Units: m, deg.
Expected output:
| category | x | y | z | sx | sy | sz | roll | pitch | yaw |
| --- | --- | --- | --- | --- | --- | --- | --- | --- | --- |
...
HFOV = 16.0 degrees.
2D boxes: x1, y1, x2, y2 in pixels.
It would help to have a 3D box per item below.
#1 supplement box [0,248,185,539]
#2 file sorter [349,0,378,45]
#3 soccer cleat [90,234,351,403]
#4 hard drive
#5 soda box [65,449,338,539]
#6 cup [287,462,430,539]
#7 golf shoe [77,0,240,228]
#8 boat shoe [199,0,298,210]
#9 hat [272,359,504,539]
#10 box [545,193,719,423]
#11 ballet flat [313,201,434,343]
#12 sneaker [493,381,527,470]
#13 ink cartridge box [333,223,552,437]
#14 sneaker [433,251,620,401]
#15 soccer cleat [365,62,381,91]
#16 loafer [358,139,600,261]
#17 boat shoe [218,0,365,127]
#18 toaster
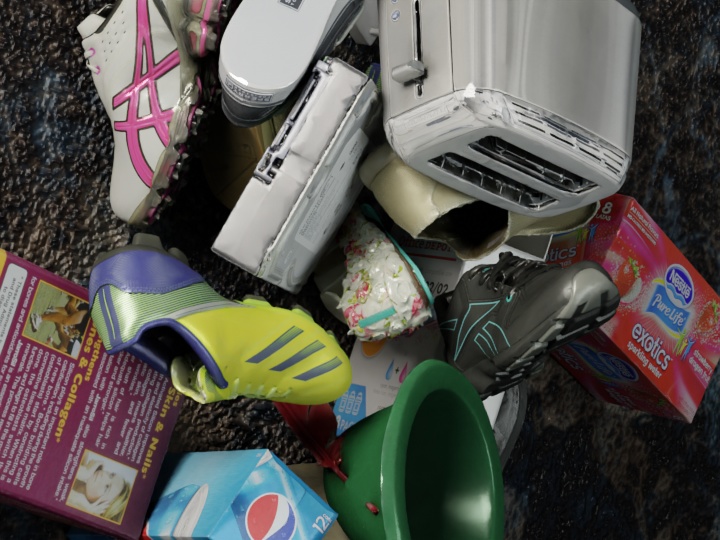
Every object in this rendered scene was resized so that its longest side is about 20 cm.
| category | x | y | z | sx | sy | sz | roll | pitch | yaw |
| --- | --- | --- | --- | --- | --- | --- | --- | --- | --- |
| supplement box | -0.205 | 0.067 | 1.503 | 0.200 | 0.103 | 0.131 | 30 | 74 | -49 |
| file sorter | 0.062 | -0.263 | 1.709 | 0.200 | 0.124 | 0.139 | -58 | 137 | -22 |
| soccer cleat | -0.081 | 0.050 | 1.495 | 0.200 | 0.065 | 0.084 | 29 | 44 | -42 |
| hard drive | -0.031 | -0.056 | 1.610 | 0.140 | 0.038 | 0.200 | -60 | 172 | -1 |
| soda box | -0.100 | 0.156 | 1.572 | 0.064 | 0.200 | 0.068 | 44 | 65 | -19 |
| cup | -0.023 | 0.208 | 1.717 | 0.143 | 0.200 | 0.201 | 30 | 76 | -24 |
| golf shoe | -0.130 | -0.123 | 1.573 | 0.073 | 0.092 | 0.200 | -59 | 166 | -65 |
| boat shoe | -0.070 | -0.134 | 1.634 | 0.063 | 0.073 | 0.201 | -41 | 132 | -44 |
| hat | -0.018 | 0.141 | 1.640 | 0.166 | 0.176 | 0.200 | 57 | 36 | -41 |
| box | 0.195 | 0.025 | 1.968 | 0.200 | 0.095 | 0.100 | 44 | 66 | -46 |
| ballet flat | 0.000 | 0.000 | 1.703 | 0.064 | 0.200 | 0.076 | -30 | 102 | 0 |
| sneaker | 0.058 | 0.144 | 1.868 | 0.104 | 0.060 | 0.200 | 8 | 98 | -55 |
| ink cartridge box | 0.057 | 0.034 | 1.785 | 0.068 | 0.115 | 0.200 | 21 | 83 | -29 |
| sneaker | 0.095 | 0.026 | 1.632 | 0.075 | 0.200 | 0.079 | -22 | 81 | -27 |
| soccer cleat | 0.071 | -0.113 | 1.809 | 0.200 | 0.065 | 0.084 | -5 | 102 | -49 |
| loafer | 0.083 | -0.041 | 1.675 | 0.200 | 0.076 | 0.068 | 4 | 57 | -41 |
| boat shoe | -0.027 | -0.171 | 1.563 | 0.068 | 0.072 | 0.200 | 110 | 6 | -64 |
| toaster | 0.097 | -0.117 | 1.592 | 0.200 | 0.114 | 0.129 | 23 | 62 | -39 |
